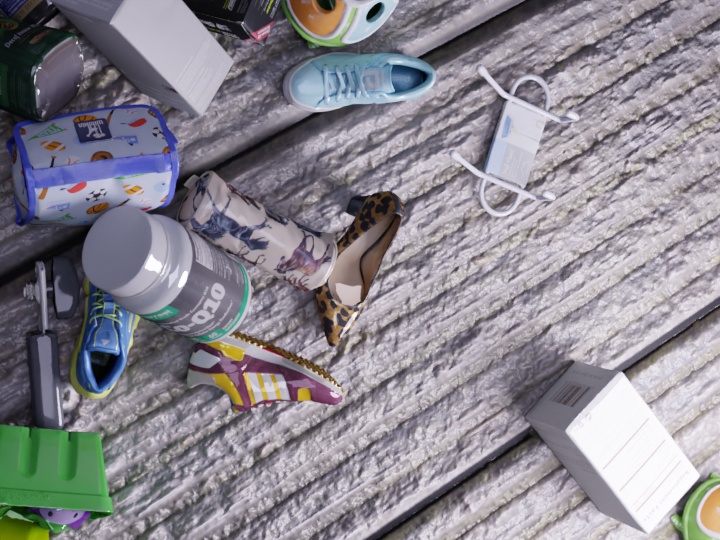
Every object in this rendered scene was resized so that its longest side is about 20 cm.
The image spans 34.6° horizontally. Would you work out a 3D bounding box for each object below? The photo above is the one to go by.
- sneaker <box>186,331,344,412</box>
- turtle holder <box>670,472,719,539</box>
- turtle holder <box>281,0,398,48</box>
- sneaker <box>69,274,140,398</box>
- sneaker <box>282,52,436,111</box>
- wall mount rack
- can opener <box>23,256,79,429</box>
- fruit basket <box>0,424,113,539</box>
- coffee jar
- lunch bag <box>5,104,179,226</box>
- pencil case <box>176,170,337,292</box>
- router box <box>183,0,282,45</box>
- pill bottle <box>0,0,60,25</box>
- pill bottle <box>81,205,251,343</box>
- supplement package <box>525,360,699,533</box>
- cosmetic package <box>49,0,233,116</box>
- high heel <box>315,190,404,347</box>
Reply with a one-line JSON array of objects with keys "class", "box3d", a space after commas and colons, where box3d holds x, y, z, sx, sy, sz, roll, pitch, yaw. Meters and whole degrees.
[{"class": "sneaker", "box3d": [-0.118, 0.140, 1.433, 0.198, 0.075, 0.091, 25, 92, -14]}, {"class": "turtle holder", "box3d": [0.551, 0.393, 1.664, 0.140, 0.131, 0.188, -21, 99, -19]}, {"class": "turtle holder", "box3d": [-0.002, -0.353, 1.410, 0.183, 0.132, 0.143, -10, 96, -20]}, {"class": "sneaker", "box3d": [-0.285, 0.054, 1.341, 0.075, 0.105, 0.203, 10, 89, -21]}, {"class": "sneaker", "box3d": [0.003, -0.244, 1.451, 0.198, 0.082, 0.075, -12, 96, -20]}, {"class": "wall mount rack", "box3d": [0.195, -0.179, 1.532, 0.172, 0.074, 0.202, 20, 85, -21]}, {"class": "can opener", "box3d": [-0.358, 0.086, 1.342, 0.066, 0.053, 0.203, -1, 93, -22]}, {"class": "fruit basket", "box3d": [-0.389, 0.283, 1.300, 0.213, 0.155, 0.218, 7, 72, -22]}, {"class": "coffee jar", "box3d": [-0.407, -0.232, 1.242, 0.198, 0.105, 0.086, 17, 128, 11]}, {"class": "lunch bag", "box3d": [-0.298, -0.113, 1.278, 0.168, 0.200, 0.126, -10, 96, -19]}, {"class": "pencil case", "box3d": [-0.127, -0.048, 1.413, 0.199, 0.090, 0.078, 28, 109, -19]}, {"class": "router box", "box3d": [-0.149, -0.377, 1.352, 0.149, 0.062, 0.202, 19, 84, 24]}, {"class": "pill bottle", "box3d": [-0.399, -0.368, 1.274, 0.112, 0.112, 0.200, -45, 107, -13]}, {"class": "pill bottle", "box3d": [-0.218, 0.005, 1.311, 0.200, 0.112, 0.114, 34, 78, -58]}, {"class": "supplement package", "box3d": [0.345, 0.241, 1.586, 0.117, 0.117, 0.201, -43, 106, -14]}, {"class": "cosmetic package", "box3d": [-0.240, -0.267, 1.292, 0.091, 0.106, 0.200, -61, 148, -8]}, {"class": "high heel", "box3d": [0.000, 0.000, 1.428, 0.071, 0.142, 0.203, 13, 88, -21]}]
